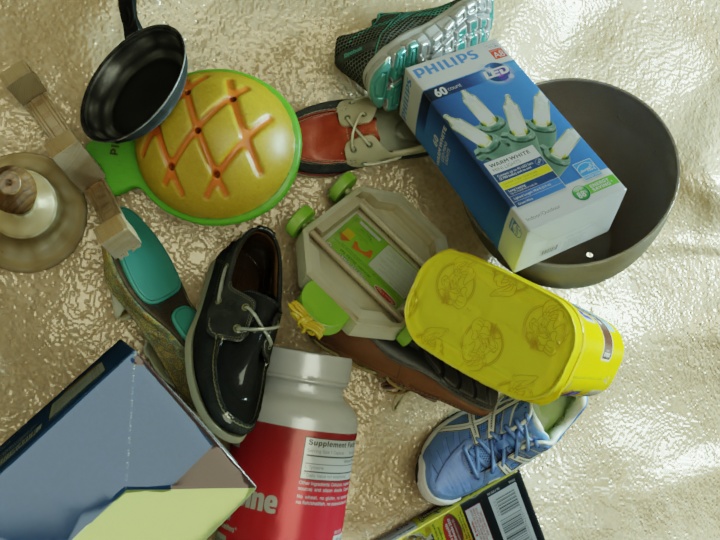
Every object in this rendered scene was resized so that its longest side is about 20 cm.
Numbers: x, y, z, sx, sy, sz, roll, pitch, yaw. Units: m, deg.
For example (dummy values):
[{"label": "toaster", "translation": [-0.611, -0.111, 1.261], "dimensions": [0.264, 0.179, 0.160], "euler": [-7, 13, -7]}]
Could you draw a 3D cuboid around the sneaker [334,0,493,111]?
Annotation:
[{"label": "sneaker", "translation": [0.053, -0.230, 0.841], "dimensions": [0.199, 0.091, 0.079], "euler": [-32, 143, -36]}]

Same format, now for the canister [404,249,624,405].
[{"label": "canister", "translation": [0.144, 0.054, 0.760], "dimensions": [0.199, 0.147, 0.088], "euler": [16, 100, -61]}]

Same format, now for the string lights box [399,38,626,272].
[{"label": "string lights box", "translation": [0.126, -0.106, 0.752], "dimensions": [0.101, 0.059, 0.201], "euler": [-22, 60, -18]}]

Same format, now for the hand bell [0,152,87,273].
[{"label": "hand bell", "translation": [-0.263, -0.055, 0.660], "dimensions": [0.102, 0.200, 0.106], "euler": [1, 87, -17]}]

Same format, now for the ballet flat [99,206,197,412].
[{"label": "ballet flat", "translation": [-0.178, 0.040, 0.755], "dimensions": [0.070, 0.071, 0.201], "euler": [-36, 87, -16]}]

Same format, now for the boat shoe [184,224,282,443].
[{"label": "boat shoe", "translation": [-0.100, 0.047, 0.723], "dimensions": [0.071, 0.067, 0.202], "euler": [32, 38, -30]}]

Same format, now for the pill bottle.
[{"label": "pill bottle", "translation": [-0.063, 0.172, 0.763], "dimensions": [0.110, 0.112, 0.204], "euler": [10, 84, -17]}]

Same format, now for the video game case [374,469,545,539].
[{"label": "video game case", "translation": [0.115, 0.327, 0.861], "dimensions": [0.178, 0.025, 0.203], "euler": [-23, 96, -18]}]

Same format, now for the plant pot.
[{"label": "plant pot", "translation": [0.198, -0.063, 0.836], "dimensions": [0.196, 0.135, 0.204], "euler": [-5, 62, 10]}]

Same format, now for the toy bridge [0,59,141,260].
[{"label": "toy bridge", "translation": [-0.238, -0.090, 0.721], "dimensions": [0.027, 0.067, 0.201], "euler": [-34, 69, -6]}]

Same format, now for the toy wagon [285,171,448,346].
[{"label": "toy wagon", "translation": [0.000, 0.000, 0.785], "dimensions": [0.155, 0.040, 0.200], "euler": [43, 50, 7]}]

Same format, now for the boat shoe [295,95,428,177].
[{"label": "boat shoe", "translation": [0.012, -0.133, 0.829], "dimensions": [0.196, 0.062, 0.073], "euler": [-7, 92, -17]}]

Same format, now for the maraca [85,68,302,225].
[{"label": "maraca", "translation": [-0.147, -0.112, 0.756], "dimensions": [0.196, 0.107, 0.140], "euler": [9, 81, 9]}]

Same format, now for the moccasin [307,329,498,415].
[{"label": "moccasin", "translation": [0.040, 0.086, 0.824], "dimensions": [0.198, 0.078, 0.075], "euler": [22, 49, -12]}]

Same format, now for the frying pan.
[{"label": "frying pan", "translation": [-0.204, -0.176, 0.741], "dimensions": [0.115, 0.191, 0.031], "euler": [-43, 139, 5]}]

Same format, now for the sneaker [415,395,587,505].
[{"label": "sneaker", "translation": [0.138, 0.159, 0.844], "dimensions": [0.198, 0.077, 0.076], "euler": [-32, 86, -19]}]

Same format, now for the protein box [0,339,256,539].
[{"label": "protein box", "translation": [-0.212, 0.172, 0.666], "dimensions": [0.198, 0.200, 0.135], "euler": [-43, 101, -15]}]
